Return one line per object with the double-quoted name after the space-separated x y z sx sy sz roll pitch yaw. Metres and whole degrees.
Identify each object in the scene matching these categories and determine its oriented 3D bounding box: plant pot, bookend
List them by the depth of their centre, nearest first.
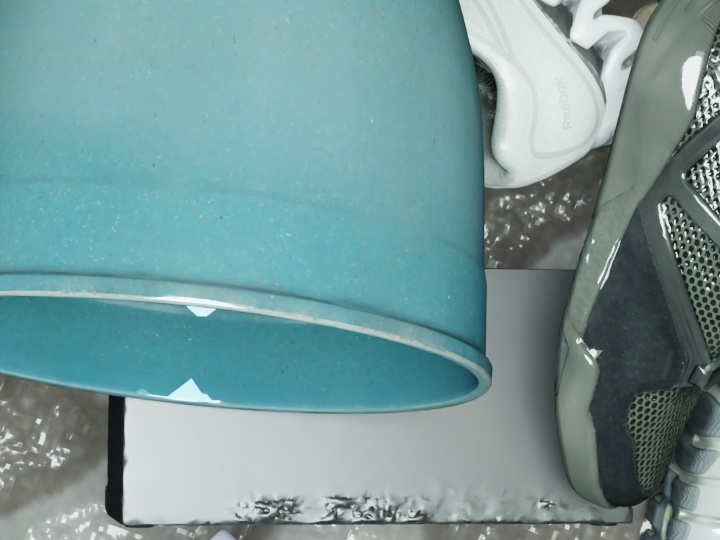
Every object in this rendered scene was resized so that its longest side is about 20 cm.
-0.049 -0.061 0.787 0.199 0.200 0.189 6 78 -5 "plant pot"
0.000 0.000 0.929 0.197 0.092 0.201 0 87 -10 "bookend"

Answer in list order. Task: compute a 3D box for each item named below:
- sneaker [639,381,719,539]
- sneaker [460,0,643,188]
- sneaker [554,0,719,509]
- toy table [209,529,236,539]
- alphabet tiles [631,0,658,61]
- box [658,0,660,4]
0.181 0.096 0.964 0.115 0.075 0.201 12 100 -10 "sneaker"
0.023 -0.118 0.877 0.081 0.075 0.200 -36 81 -23 "sneaker"
0.137 0.006 0.830 0.114 0.076 0.200 22 109 23 "sneaker"
-0.072 0.208 0.894 0.117 0.184 0.200 41 120 5 "toy table"
0.181 -0.156 0.981 0.195 0.015 0.201 18 90 -6 "alphabet tiles"
0.217 -0.151 0.879 0.195 0.124 0.201 -3 92 22 "box"
